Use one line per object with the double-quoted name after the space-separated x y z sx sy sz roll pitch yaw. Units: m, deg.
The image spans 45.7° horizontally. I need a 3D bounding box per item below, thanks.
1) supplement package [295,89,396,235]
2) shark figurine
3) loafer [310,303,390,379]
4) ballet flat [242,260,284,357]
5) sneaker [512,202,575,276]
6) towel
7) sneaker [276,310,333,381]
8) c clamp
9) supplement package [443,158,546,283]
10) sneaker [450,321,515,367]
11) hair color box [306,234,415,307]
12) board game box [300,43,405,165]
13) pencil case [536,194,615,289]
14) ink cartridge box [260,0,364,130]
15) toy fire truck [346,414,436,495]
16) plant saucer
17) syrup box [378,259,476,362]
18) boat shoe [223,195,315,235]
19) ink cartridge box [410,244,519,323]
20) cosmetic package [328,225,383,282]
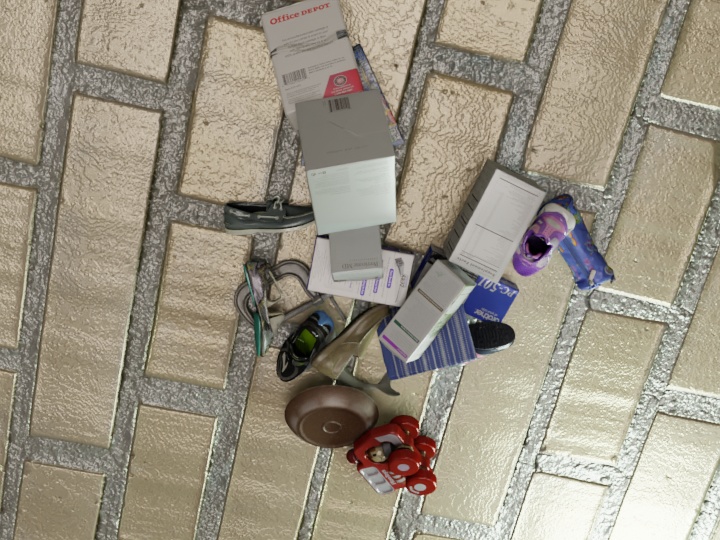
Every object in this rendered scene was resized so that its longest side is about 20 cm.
-0.023 -0.188 1.510 0.151 0.151 0.200 -10 150 -2 "supplement package"
-0.030 0.216 1.770 0.214 0.090 0.128 41 106 -13 "shark figurine"
-0.010 0.142 1.718 0.200 0.076 0.068 -40 93 -10 "loafer"
-0.188 0.075 1.711 0.072 0.072 0.201 -7 103 1 "ballet flat"
0.336 -0.043 1.650 0.080 0.089 0.200 34 147 8 "sneaker"
0.128 0.133 1.730 0.199 0.024 0.146 -16 85 23 "towel"
-0.126 0.159 1.731 0.071 0.083 0.200 42 129 6 "sneaker"
-0.151 0.070 1.752 0.199 0.027 0.171 -23 107 6 "c clamp"
0.256 -0.097 1.662 0.113 0.110 0.201 25 105 -8 "supplement package"
0.227 0.158 1.756 0.199 0.070 0.082 -11 142 21 "sneaker"
0.000 0.000 1.705 0.199 0.065 0.110 11 98 -2 "hair color box"
-0.046 -0.292 1.619 0.199 0.062 0.201 -25 107 6 "board game box"
0.427 -0.051 1.694 0.078 0.087 0.200 -26 106 25 "pencil case"
-0.082 -0.374 1.535 0.144 0.084 0.201 -16 76 4 "ink cartridge box"
0.064 0.402 1.810 0.167 0.112 0.200 -20 129 21 "toy fire truck"
-0.060 0.316 1.787 0.199 0.037 0.201 -2 134 -2 "plant saucer"
0.130 0.079 1.673 0.081 0.079 0.200 42 107 18 "syrup box"
-0.172 -0.112 1.670 0.199 0.073 0.062 -6 112 6 "boat shoe"
0.211 0.032 1.738 0.199 0.044 0.094 25 107 -9 "ink cartridge box"
-0.012 -0.085 1.634 0.101 0.074 0.201 -6 74 1 "cosmetic package"
